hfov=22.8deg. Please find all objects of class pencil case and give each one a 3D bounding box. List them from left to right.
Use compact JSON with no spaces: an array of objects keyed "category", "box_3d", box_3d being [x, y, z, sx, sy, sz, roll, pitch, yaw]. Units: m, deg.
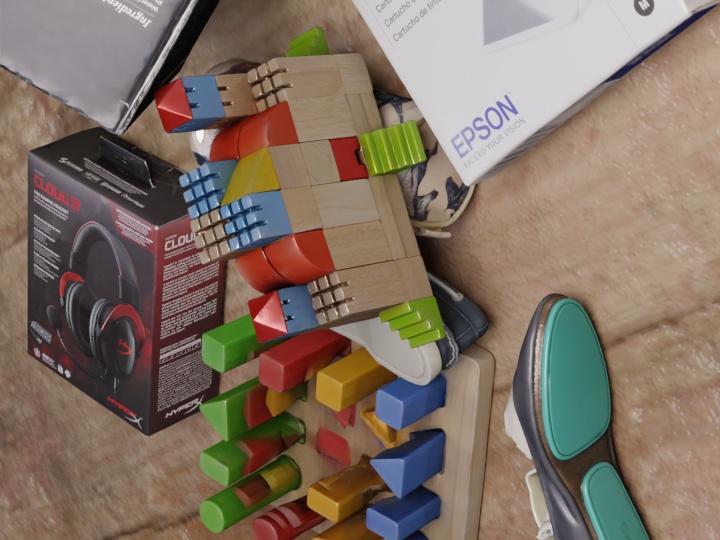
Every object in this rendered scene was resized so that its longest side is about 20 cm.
[{"category":"pencil case","box_3d":[-0.019,-0.077,1.138,0.199,0.078,0.090,16,110,39]}]

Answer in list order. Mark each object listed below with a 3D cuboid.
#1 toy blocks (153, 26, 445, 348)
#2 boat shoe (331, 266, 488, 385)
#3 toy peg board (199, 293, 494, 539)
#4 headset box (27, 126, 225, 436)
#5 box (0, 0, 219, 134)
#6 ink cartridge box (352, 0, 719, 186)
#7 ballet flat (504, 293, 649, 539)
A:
[{"category":"toy blocks","box_3d":[-0.040,-0.041,1.016,0.100,0.136,0.201,-21,83,42]},{"category":"boat shoe","box_3d":[0.000,0.000,1.164,0.200,0.062,0.075,33,145,41]},{"category":"toy peg board","box_3d":[-0.023,0.123,1.220,0.199,0.098,0.201,25,125,36]},{"category":"headset box","box_3d":[-0.176,-0.003,1.331,0.148,0.075,0.201,29,127,33]},{"category":"box","box_3d":[-0.125,-0.207,1.032,0.124,0.200,0.197,29,105,-5]},{"category":"ink cartridge box","box_3d":[0.073,-0.177,0.982,0.199,0.041,0.201,-38,80,47]},{"category":"ballet flat","box_3d":[0.123,0.112,1.093,0.073,0.073,0.201,-6,106,46]}]
